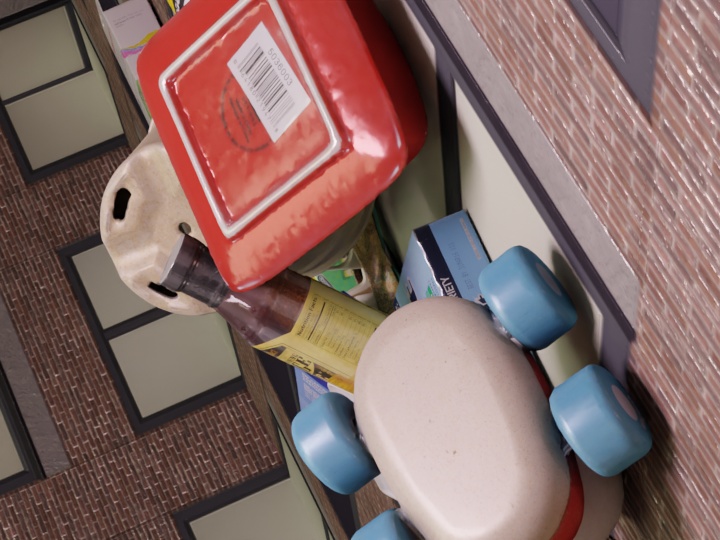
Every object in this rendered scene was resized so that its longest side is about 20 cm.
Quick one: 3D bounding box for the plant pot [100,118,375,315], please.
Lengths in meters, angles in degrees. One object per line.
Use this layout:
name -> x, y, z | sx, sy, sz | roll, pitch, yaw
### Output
plant pot -> -0.107, -0.056, 1.421 | 0.201, 0.200, 0.183 | 69, -158, -12

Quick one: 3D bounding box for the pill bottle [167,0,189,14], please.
pill bottle -> -0.097, -0.230, 1.423 | 0.114, 0.114, 0.200 | 76, 167, -45

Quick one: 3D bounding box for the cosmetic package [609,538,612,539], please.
cosmetic package -> 0.140, 0.233, 1.224 | 0.200, 0.105, 0.071 | -144, 36, -75

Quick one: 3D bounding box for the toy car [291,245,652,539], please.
toy car -> 0.097, 0.115, 1.140 | 0.200, 0.184, 0.177 | 30, -154, -54

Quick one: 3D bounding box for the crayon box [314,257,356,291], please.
crayon box -> -0.025, -0.001, 1.735 | 0.119, 0.058, 0.200 | 132, 115, -79

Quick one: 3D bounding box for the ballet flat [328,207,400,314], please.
ballet flat -> 0.000, 0.000, 1.576 | 0.071, 0.071, 0.200 | -155, 42, -76

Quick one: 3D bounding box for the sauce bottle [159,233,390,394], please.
sauce bottle -> -0.047, 0.034, 1.317 | 0.200, 0.066, 0.066 | 26, 176, -10

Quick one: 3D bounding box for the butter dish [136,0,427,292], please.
butter dish -> -0.030, -0.114, 1.272 | 0.199, 0.148, 0.200 | -36, 71, 39

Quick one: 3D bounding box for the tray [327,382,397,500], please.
tray -> 0.027, 0.141, 1.471 | 0.107, 0.022, 0.200 | 24, 153, 35

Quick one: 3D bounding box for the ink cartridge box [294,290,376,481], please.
ink cartridge box -> 0.018, 0.105, 1.550 | 0.136, 0.076, 0.200 | 33, 156, 18

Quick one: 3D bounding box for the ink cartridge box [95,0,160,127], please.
ink cartridge box -> -0.297, -0.296, 2.531 | 0.117, 0.067, 0.200 | 89, 155, -68

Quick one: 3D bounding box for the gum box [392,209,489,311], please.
gum box -> 0.082, 0.066, 1.338 | 0.200, 0.044, 0.170 | 102, 145, -73
